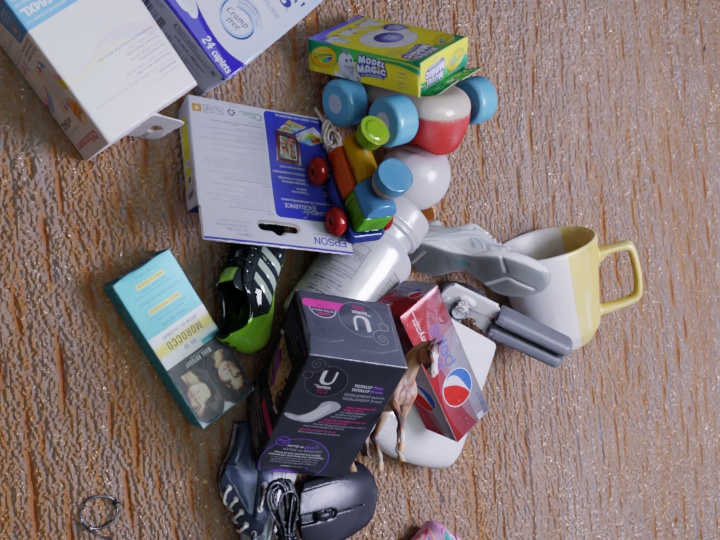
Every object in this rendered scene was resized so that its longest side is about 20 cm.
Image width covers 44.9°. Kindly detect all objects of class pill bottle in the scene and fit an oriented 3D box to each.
[{"bbox_3d":[0.000,0.000,1.119,0.114,0.114,0.201,42,70,-21],"label":"pill bottle"}]

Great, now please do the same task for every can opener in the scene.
[{"bbox_3d":[0.201,0.067,1.214,0.199,0.053,0.067,28,43,1],"label":"can opener"}]

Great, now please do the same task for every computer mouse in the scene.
[{"bbox_3d":[-0.033,0.300,1.080,0.199,0.052,0.140,-14,100,-54],"label":"computer mouse"}]

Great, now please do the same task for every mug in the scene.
[{"bbox_3d":[0.294,0.032,1.252,0.149,0.185,0.155,-32,113,-47],"label":"mug"}]

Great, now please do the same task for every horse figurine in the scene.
[{"bbox_3d":[0.030,0.168,1.042,0.049,0.200,0.134,14,63,-19],"label":"horse figurine"}]

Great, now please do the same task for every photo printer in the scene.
[{"bbox_3d":[0.085,0.159,1.184,0.165,0.069,0.202,29,74,-25],"label":"photo printer"}]

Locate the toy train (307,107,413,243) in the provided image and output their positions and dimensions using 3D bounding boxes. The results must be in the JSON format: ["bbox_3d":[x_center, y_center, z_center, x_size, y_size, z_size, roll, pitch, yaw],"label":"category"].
[{"bbox_3d":[-0.007,-0.146,1.045,0.084,0.116,0.202,-7,66,-32],"label":"toy train"}]

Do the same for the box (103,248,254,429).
[{"bbox_3d":[-0.214,0.082,1.034,0.082,0.049,0.201,-36,104,-25],"label":"box"}]

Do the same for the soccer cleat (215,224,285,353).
[{"bbox_3d":[-0.135,-0.003,1.053,0.081,0.067,0.202,28,60,-56],"label":"soccer cleat"}]

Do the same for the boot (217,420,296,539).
[{"bbox_3d":[-0.139,0.289,1.063,0.090,0.073,0.202,20,70,-19],"label":"boot"}]

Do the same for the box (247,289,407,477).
[{"bbox_3d":[-0.045,0.135,1.013,0.121,0.201,0.107,10,38,-22],"label":"box"}]

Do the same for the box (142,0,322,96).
[{"bbox_3d":[-0.167,-0.348,1.048,0.200,0.105,0.184,-46,109,-23],"label":"box"}]

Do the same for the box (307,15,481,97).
[{"bbox_3d":[0.044,-0.270,1.097,0.117,0.199,0.049,-38,140,-42],"label":"box"}]

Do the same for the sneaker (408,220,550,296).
[{"bbox_3d":[0.165,-0.025,1.184,0.071,0.198,0.081,91,22,-44],"label":"sneaker"}]

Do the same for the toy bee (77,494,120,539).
[{"bbox_3d":[-0.239,0.357,0.977,0.199,0.108,0.132,36,73,-23],"label":"toy bee"}]

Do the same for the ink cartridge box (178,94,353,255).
[{"bbox_3d":[-0.116,-0.107,1.060,0.196,0.047,0.202,6,62,-30],"label":"ink cartridge box"}]

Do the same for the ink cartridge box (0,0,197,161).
[{"bbox_3d":[-0.287,-0.224,0.962,0.125,0.128,0.201,-40,106,-24],"label":"ink cartridge box"}]

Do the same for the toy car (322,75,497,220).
[{"bbox_3d":[0.061,-0.157,1.161,0.183,0.176,0.202,-21,126,-38],"label":"toy car"}]

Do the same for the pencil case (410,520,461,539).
[{"bbox_3d":[0.064,0.432,1.153,0.200,0.087,0.088,-48,109,-23],"label":"pencil case"}]

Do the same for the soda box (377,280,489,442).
[{"bbox_3d":[0.088,0.113,1.091,0.070,0.063,0.201,-38,117,-26],"label":"soda box"}]
